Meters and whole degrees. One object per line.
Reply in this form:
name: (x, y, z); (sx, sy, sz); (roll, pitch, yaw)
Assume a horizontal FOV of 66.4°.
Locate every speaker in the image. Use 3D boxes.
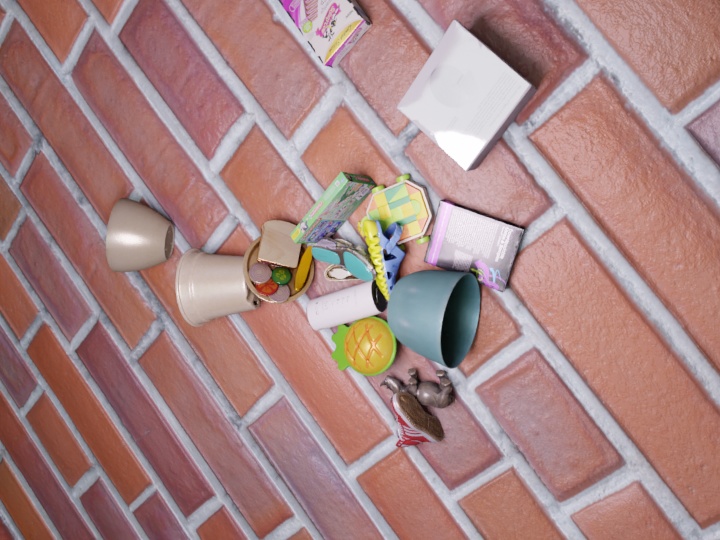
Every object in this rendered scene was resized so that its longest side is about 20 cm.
speaker: (-0.035, 0.086, 1.351); (0.195, 0.081, 0.084); (-19, 94, 27)

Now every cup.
cup: (-0.600, -0.089, 1.532); (0.137, 0.201, 0.208); (7, 106, -4)

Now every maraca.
maraca: (0.005, 0.184, 1.343); (0.195, 0.106, 0.143); (-7, 77, 36)

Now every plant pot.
plant pot: (-0.354, 0.039, 1.444); (0.176, 0.200, 0.209); (-4, 100, 13)
plant pot: (0.152, 0.092, 1.210); (0.157, 0.198, 0.209); (12, 107, 33)

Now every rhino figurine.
rhino figurine: (0.134, 0.288, 1.327); (0.193, 0.060, 0.090); (-1, 120, 27)

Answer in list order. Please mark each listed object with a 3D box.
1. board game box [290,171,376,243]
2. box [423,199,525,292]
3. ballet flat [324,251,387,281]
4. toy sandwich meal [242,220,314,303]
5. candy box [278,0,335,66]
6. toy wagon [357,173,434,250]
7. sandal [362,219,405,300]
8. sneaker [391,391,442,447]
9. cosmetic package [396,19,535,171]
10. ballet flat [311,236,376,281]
board game box: (-0.063, -0.141, 1.285); (0.200, 0.133, 0.029); (-46, 70, 25)
box: (0.249, -0.056, 1.217); (0.195, 0.036, 0.148); (23, 110, 20)
ballet flat: (0.000, 0.000, 1.328); (0.194, 0.062, 0.070); (-10, 101, 26)
toy sandwich meal: (-0.199, -0.023, 1.363); (0.206, 0.204, 0.070); (48, 158, 7)
candy box: (-0.084, -0.587, 1.241); (0.136, 0.061, 0.202); (-39, 85, 26)
toy wagon: (0.073, -0.122, 1.280); (0.195, 0.039, 0.160); (-19, 93, 27)
sandal: (0.066, -0.026, 1.249); (0.084, 0.080, 0.206); (-17, 116, -10)
sneaker: (0.104, 0.362, 1.313); (0.110, 0.073, 0.200); (-21, 130, 30)
cosmetic package: (0.216, -0.348, 1.119); (0.200, 0.122, 0.201); (44, 115, 11)
ballet flat: (-0.028, -0.037, 1.287); (0.196, 0.071, 0.075); (22, 110, 34)
